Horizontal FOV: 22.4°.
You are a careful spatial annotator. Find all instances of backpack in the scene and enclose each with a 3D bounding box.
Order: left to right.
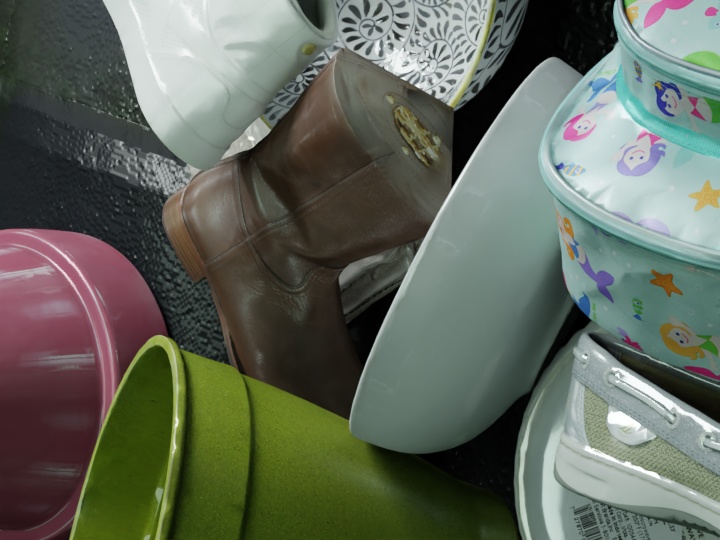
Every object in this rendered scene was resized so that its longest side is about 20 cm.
[{"bbox_3d":[0.171,-0.054,0.723,0.178,0.151,0.200,25,60,34],"label":"backpack"}]

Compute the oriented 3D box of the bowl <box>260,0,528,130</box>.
[{"bbox_3d":[0.023,-0.156,0.929,0.201,0.094,0.201,8,101,44],"label":"bowl"}]

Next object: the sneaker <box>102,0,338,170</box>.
[{"bbox_3d":[-0.072,-0.157,0.917,0.116,0.074,0.200,-39,55,21],"label":"sneaker"}]

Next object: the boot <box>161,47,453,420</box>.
[{"bbox_3d":[0.000,0.000,0.904,0.186,0.064,0.200,53,140,-6],"label":"boot"}]

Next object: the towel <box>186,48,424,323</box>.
[{"bbox_3d":[-0.041,-0.061,1.027,0.133,0.034,0.200,-36,68,33],"label":"towel"}]

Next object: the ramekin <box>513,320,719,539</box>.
[{"bbox_3d":[0.163,0.097,0.813,0.200,0.105,0.200,0,90,39],"label":"ramekin"}]

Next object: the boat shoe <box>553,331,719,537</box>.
[{"bbox_3d":[0.162,0.069,0.702,0.202,0.074,0.065,10,100,46],"label":"boat shoe"}]

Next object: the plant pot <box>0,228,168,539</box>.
[{"bbox_3d":[-0.243,0.071,1.098,0.200,0.179,0.200,-1,88,40],"label":"plant pot"}]

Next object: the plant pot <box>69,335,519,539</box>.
[{"bbox_3d":[-0.032,0.153,0.894,0.200,0.193,0.200,-164,90,-72],"label":"plant pot"}]

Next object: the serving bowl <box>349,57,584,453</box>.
[{"bbox_3d":[0.071,0.004,0.847,0.066,0.200,0.200,29,110,10],"label":"serving bowl"}]
